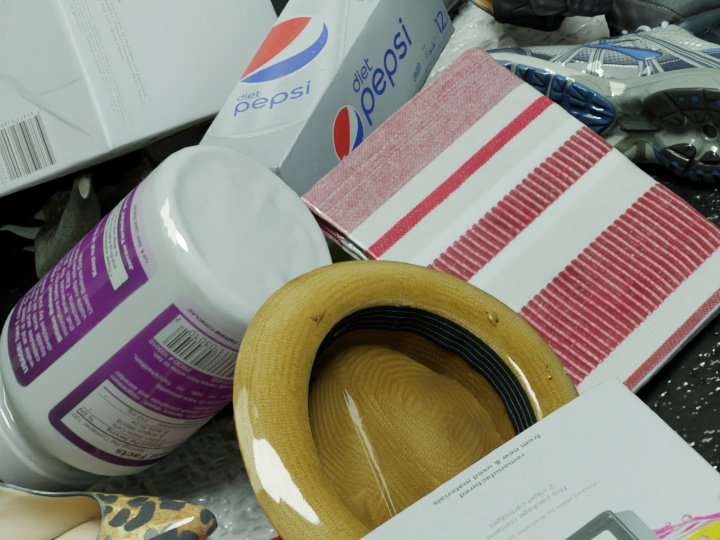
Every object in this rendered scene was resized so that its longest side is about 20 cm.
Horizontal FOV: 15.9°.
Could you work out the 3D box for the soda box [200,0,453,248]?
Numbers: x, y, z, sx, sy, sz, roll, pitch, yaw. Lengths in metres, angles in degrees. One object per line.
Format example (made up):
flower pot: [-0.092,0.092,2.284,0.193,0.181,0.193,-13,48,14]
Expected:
soda box: [-0.020,-0.097,1.420,0.063,0.068,0.201,0,44,31]

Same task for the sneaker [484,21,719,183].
sneaker: [0.148,-0.096,1.423,0.199,0.077,0.085,10,38,29]

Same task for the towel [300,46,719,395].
towel: [0.086,-0.017,1.319,0.200,0.023,0.144,39,64,20]

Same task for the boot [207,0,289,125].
boot: [-0.088,-0.165,1.562,0.199,0.152,0.073,10,15,35]

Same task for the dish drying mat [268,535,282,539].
dish drying mat: [-0.093,0.181,1.256,0.199,0.018,0.077,-24,37,2]

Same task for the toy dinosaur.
toy dinosaur: [-0.146,-0.017,1.450,0.102,0.077,0.200,-38,7,1]

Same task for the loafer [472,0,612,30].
loafer: [0.089,-0.176,1.474,0.072,0.073,0.200,1,0,-9]

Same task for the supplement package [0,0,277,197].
supplement package: [-0.146,-0.124,1.445,0.121,0.121,0.200,-19,4,33]

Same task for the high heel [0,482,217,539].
high heel: [-0.183,0.116,1.284,0.199,0.143,0.072,-16,37,13]

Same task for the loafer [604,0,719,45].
loafer: [0.230,-0.184,1.468,0.199,0.073,0.073,-23,35,3]

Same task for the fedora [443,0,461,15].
fedora: [-0.018,-0.211,1.633,0.199,0.092,0.201,-17,37,13]

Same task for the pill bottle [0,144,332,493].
pill bottle: [-0.113,0.034,1.309,0.200,0.112,0.113,-40,25,35]

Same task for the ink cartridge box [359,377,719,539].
ink cartridge box: [0.114,0.176,1.029,0.146,0.147,0.200,-32,37,-10]

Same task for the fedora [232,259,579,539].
fedora: [0.018,0.093,1.218,0.199,0.082,0.202,12,52,-16]

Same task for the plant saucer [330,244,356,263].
plant saucer: [0.000,0.000,1.400,0.199,0.048,0.200,20,56,45]
